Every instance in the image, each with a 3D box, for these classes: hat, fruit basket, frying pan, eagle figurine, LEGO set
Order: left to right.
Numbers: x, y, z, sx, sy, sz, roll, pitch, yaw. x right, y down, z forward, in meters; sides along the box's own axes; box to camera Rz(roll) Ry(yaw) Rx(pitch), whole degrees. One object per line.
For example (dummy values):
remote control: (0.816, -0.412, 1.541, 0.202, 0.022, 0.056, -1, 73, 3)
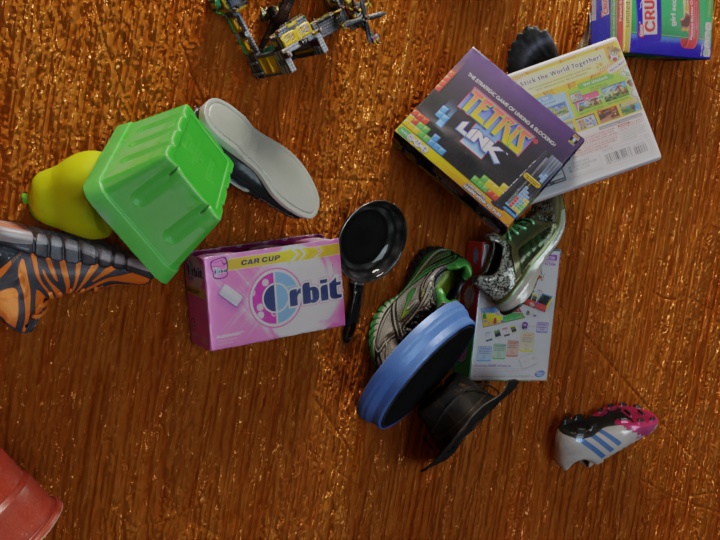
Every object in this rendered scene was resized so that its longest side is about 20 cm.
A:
fruit basket: (-0.257, -0.079, 1.080, 0.216, 0.215, 0.156, -46, 115, -19)
LEGO set: (-0.072, -0.322, 1.183, 0.200, 0.116, 0.154, -28, 109, -26)
frying pan: (0.014, -0.006, 1.322, 0.115, 0.031, 0.191, -19, 121, -31)
hat: (0.129, 0.194, 1.363, 0.081, 0.201, 0.200, 43, 68, 13)
eagle figurine: (0.314, -0.263, 1.439, 0.201, 0.151, 0.152, 63, 17, 11)

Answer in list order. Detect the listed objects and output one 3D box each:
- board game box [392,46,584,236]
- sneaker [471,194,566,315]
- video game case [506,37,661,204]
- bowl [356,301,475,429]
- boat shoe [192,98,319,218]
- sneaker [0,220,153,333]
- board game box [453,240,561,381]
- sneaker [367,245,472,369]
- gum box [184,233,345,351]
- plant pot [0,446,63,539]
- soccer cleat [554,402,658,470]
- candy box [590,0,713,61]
board game box: (0.170, -0.173, 1.316, 0.200, 0.057, 0.165, 40, 81, 7)
sneaker: (0.220, -0.042, 1.375, 0.088, 0.077, 0.201, 31, 77, -21)
video game case: (0.291, -0.206, 1.361, 0.199, 0.023, 0.183, -19, 83, 2)
bowl: (0.077, 0.128, 1.292, 0.039, 0.201, 0.201, 42, 68, 18)
boat shoe: (-0.133, -0.130, 1.204, 0.200, 0.060, 0.076, 45, 45, -25)
sneaker: (-0.336, 0.016, 1.096, 0.199, 0.078, 0.113, 12, 96, -26)
board game box: (0.218, 0.062, 1.447, 0.152, 0.040, 0.201, 5, 93, -31)
sneaker: (0.080, 0.055, 1.337, 0.078, 0.085, 0.201, 35, 79, -29)
gum box: (-0.113, 0.023, 1.226, 0.199, 0.066, 0.114, -9, 102, -31)
plant pot: (-0.441, 0.219, 0.988, 0.200, 0.201, 0.196, -36, 104, -23)
soccer cleat: (0.387, 0.267, 1.565, 0.199, 0.070, 0.087, -4, 114, -29)
candy box: (0.453, -0.414, 1.516, 0.199, 0.077, 0.170, -4, 98, -30)
